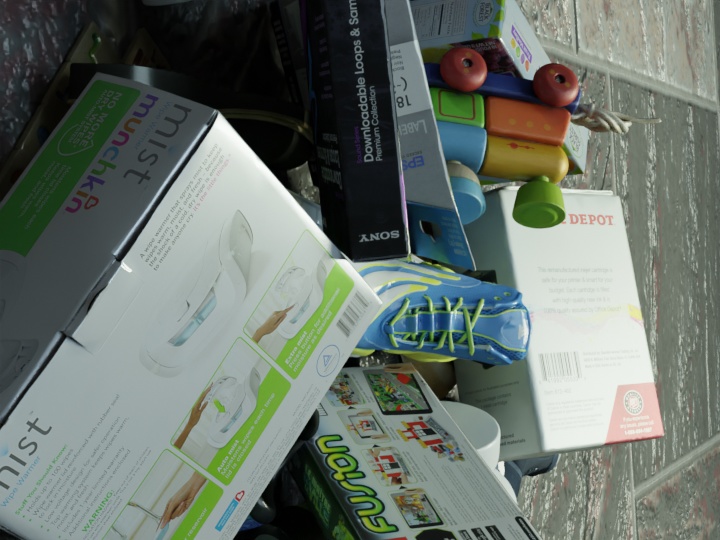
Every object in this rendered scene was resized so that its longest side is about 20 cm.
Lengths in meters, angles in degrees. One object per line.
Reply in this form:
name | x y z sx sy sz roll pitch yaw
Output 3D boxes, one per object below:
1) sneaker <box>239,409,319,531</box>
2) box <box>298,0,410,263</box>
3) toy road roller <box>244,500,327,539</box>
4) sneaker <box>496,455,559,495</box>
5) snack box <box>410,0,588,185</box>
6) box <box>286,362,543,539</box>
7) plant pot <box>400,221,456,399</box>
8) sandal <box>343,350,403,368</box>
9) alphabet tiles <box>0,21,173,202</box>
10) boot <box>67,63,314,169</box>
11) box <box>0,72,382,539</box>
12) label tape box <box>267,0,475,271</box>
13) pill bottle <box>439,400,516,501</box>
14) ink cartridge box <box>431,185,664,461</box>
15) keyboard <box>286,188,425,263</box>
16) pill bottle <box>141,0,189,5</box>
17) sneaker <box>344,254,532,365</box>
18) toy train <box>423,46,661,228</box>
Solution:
sneaker | -0.059 0.070 0.785 0.079 0.089 0.200 48 44 -50
box | -0.009 -0.110 0.698 0.143 0.036 0.200 -138 -139 -80
toy road roller | 0.016 0.227 0.811 0.123 0.200 0.146 -22 139 -46
sneaker | 0.116 0.178 1.110 0.202 0.077 0.146 56 48 -55
snack box | 0.083 -0.137 1.019 0.200 0.142 0.053 44 49 -52
box | 0.020 0.127 0.790 0.110 0.200 0.035 -3 120 -23
plant pot | 0.053 0.004 1.021 0.200 0.027 0.200 -12 90 -74
sandal | 0.011 0.104 0.969 0.200 0.048 0.075 60 35 -59
alphabet tiles | -0.137 -0.036 0.738 0.166 0.006 0.200 59 39 -42
boot | -0.099 -0.038 0.745 0.200 0.077 0.139 3 92 -54
box | -0.107 0.041 0.620 0.200 0.097 0.176 -57 140 -13
label tape box | 0.003 -0.093 0.849 0.144 0.063 0.200 -159 -126 -75
pill bottle | 0.055 0.201 0.922 0.112 0.112 0.200 -36 132 -58
ink cartridge box | 0.147 0.042 1.006 0.146 0.083 0.200 0 76 -39
keyboard | 0.000 0.000 0.855 0.200 0.011 0.056 25 71 -57
pill bottle | -0.105 -0.257 0.711 0.110 0.109 0.200 -45 126 -55
sneaker | 0.049 0.022 0.826 0.200 0.105 0.076 12 81 -59
toy train | 0.134 -0.081 0.930 0.085 0.200 0.116 120 -25 -59
